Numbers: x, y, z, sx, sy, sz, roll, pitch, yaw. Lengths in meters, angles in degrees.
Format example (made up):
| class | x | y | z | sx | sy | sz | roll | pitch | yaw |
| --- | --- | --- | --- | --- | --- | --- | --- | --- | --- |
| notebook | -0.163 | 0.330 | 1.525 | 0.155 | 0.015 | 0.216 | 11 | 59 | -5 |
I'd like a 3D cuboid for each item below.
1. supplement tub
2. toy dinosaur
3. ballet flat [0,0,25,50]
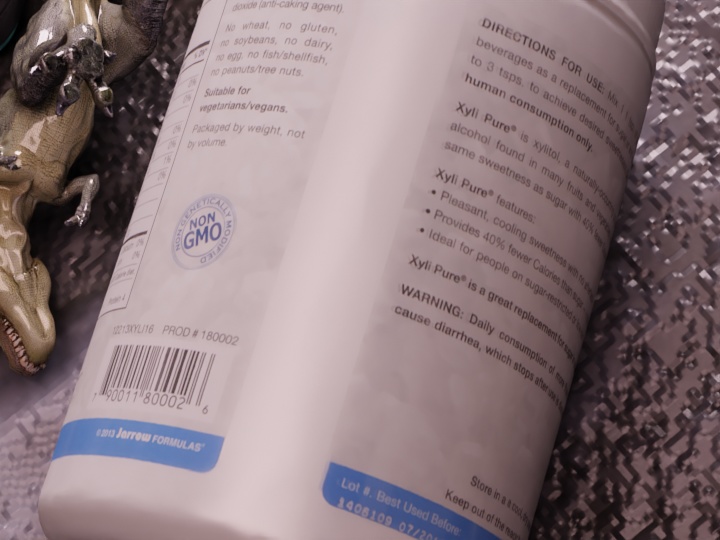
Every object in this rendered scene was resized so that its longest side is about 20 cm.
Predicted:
| class | x | y | z | sx | sy | sz | roll | pitch | yaw |
| --- | --- | --- | --- | --- | --- | --- | --- | --- | --- |
| supplement tub | 0.000 | 0.000 | 0.734 | 0.132 | 0.132 | 0.200 | 14 | 74 | 15 |
| toy dinosaur | -0.081 | -0.071 | 0.799 | 0.047 | 0.088 | 0.200 | 22 | 73 | -20 |
| ballet flat | -0.206 | -0.102 | 0.841 | 0.200 | 0.073 | 0.073 | 4 | 72 | 12 |
